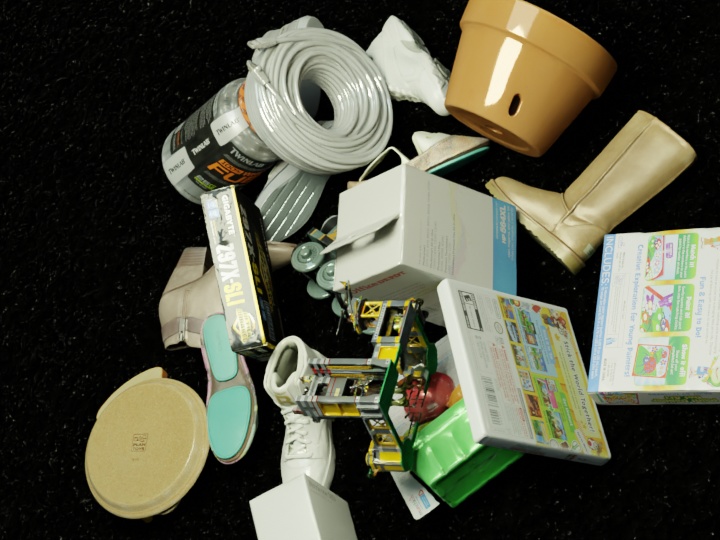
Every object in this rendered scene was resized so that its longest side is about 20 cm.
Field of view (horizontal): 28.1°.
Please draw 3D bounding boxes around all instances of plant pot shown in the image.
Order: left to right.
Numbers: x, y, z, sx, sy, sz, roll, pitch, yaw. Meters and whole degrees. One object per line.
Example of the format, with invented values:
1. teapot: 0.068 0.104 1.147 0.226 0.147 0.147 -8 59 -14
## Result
1. plant pot: 0.194 -0.230 1.753 0.200 0.200 0.141 26 88 38

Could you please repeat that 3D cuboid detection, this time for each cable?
1. cable: -0.054 -0.217 1.861 0.069 0.199 0.201 -29 86 51

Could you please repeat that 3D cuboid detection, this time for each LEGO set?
1. LEGO set: 0.001 0.122 1.588 0.115 0.154 0.201 -1 57 23

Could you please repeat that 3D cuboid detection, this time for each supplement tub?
1. supplement tub: -0.170 -0.179 1.940 0.200 0.122 0.123 -32 46 45

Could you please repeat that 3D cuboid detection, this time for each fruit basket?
1. fruit basket: 0.102 0.168 1.656 0.185 0.094 0.200 -39 35 6

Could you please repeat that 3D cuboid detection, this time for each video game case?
1. video game case: 0.178 0.111 1.574 0.023 0.181 0.201 -46 43 39

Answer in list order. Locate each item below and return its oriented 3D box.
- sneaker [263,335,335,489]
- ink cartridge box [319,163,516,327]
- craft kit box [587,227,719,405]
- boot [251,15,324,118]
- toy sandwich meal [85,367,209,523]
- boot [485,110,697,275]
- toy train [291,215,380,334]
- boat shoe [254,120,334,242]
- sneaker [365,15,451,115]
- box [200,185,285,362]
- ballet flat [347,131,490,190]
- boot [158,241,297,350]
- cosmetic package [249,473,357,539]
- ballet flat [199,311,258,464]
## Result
1. sneaker: -0.081 0.180 1.725 0.073 0.116 0.201 -10 60 24
2. ink cartridge box: 0.066 -0.030 1.660 0.128 0.199 0.126 -22 57 48
3. craft kit box: 0.358 0.049 1.583 0.197 0.049 0.201 -5 61 32
4. boot: -0.111 -0.269 2.040 0.095 0.074 0.201 -12 49 32
5. toy sandwich meal: -0.268 0.228 1.845 0.204 0.070 0.206 -11 61 21
6. boot: 0.273 -0.113 1.718 0.200 0.066 0.175 -46 62 1
7. toy train: 0.000 0.000 1.808 0.114 0.085 0.200 -43 46 -15
8. boat shoe: -0.088 -0.118 1.942 0.200 0.074 0.067 -49 30 -10
9. sneaker: 0.065 -0.252 1.923 0.099 0.078 0.200 -45 42 11
10. box: -0.142 0.008 1.787 0.049 0.160 0.201 -13 80 7
11. ballet flat: 0.068 -0.137 1.840 0.199 0.068 0.067 -29 82 11
12. boot: -0.175 0.039 1.903 0.199 0.070 0.147 -5 69 26
13. cosmetic package: -0.047 0.343 1.613 0.081 0.113 0.201 -27 55 15
14. ballet flat: -0.161 0.151 1.813 0.069 0.071 0.201 -15 66 10
